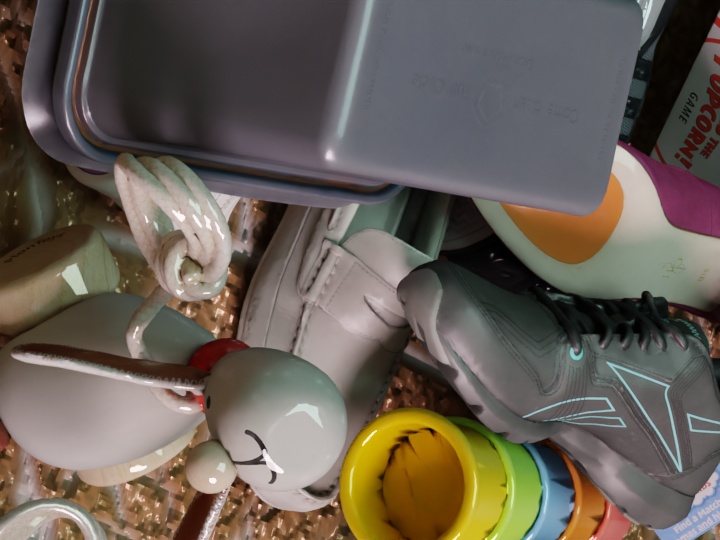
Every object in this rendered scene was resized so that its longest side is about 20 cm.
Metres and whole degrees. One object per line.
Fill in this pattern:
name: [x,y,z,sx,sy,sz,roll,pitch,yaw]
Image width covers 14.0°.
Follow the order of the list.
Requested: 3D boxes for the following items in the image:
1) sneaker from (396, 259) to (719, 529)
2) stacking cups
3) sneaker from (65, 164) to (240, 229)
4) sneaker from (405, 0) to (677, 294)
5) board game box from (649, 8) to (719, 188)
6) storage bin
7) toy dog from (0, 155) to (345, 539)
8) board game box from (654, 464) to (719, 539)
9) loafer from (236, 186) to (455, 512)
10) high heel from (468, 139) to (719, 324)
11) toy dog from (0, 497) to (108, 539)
sneaker: [0.090,0.034,1.177,0.079,0.076,0.200,-43,138,14]
stacking cups: [0.066,0.094,1.225,0.200,0.060,0.061,12,82,-60]
sneaker: [-0.045,-0.103,1.149,0.100,0.075,0.201,44,69,-46]
sneaker: [0.101,-0.060,1.292,0.200,0.075,0.114,-54,127,-23]
board game box: [0.225,-0.081,1.383,0.199,0.046,0.152,-11,134,-45]
storage bin: [0.004,-0.088,1.050,0.199,0.134,0.147,8,96,-49]
toy dog: [-0.090,0.049,1.027,0.096,0.200,0.132,-36,92,-20]
board game box: [0.217,0.042,1.320,0.037,0.151,0.200,52,30,0]
loafer: [0.000,0.000,1.189,0.070,0.069,0.201,22,76,-44]
high heel: [0.112,-0.030,1.234,0.199,0.096,0.068,23,112,-23]
toy dog: [-0.167,0.159,1.011,0.131,0.096,0.202,6,93,-22]
